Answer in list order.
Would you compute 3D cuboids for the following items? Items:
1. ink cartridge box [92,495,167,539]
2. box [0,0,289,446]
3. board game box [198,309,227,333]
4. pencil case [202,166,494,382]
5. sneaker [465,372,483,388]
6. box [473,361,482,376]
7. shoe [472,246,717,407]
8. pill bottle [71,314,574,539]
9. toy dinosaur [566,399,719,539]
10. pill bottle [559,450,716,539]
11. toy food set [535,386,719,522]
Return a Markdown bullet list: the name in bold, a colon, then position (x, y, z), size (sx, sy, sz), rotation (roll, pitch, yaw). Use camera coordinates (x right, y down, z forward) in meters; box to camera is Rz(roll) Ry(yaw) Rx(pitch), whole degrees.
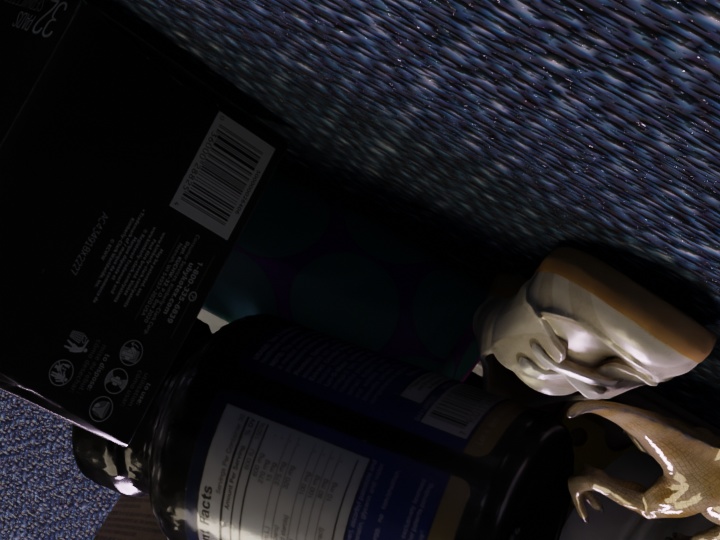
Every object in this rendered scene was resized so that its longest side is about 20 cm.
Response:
- **ink cartridge box**: position (-0.078, 0.133, 0.923), size (0.075, 0.165, 0.200), rotation (37, 163, -12)
- **box**: position (-0.158, -0.040, 0.701), size (0.200, 0.149, 0.124), rotation (22, 172, 47)
- **board game box**: position (-0.026, 0.065, 0.969), size (0.200, 0.026, 0.200), rotation (40, 161, -24)
- **pencil case**: position (-0.031, 0.001, 0.788), size (0.200, 0.085, 0.092), rotation (28, 159, 10)
- **sneaker**: position (0.004, 0.032, 1.000), size (0.200, 0.075, 0.115), rotation (36, 163, -13)
- **box**: position (0.000, 0.000, 0.864), size (0.200, 0.039, 0.041), rotation (27, 174, 20)
- **shoe**: position (0.084, 0.031, 0.646), size (0.070, 0.054, 0.200), rotation (29, 175, -4)
- **pill bottle**: position (-0.019, 0.084, 0.706), size (0.199, 0.112, 0.112), rotation (19, 172, 22)
- **toy dinosaur**: position (0.135, 0.080, 0.660), size (0.200, 0.058, 0.101), rotation (35, 160, -26)
- **pill bottle**: position (0.188, 0.170, 0.745), size (0.200, 0.114, 0.114), rotation (28, 175, 28)
- **toy food set**: position (0.146, 0.139, 0.856), size (0.200, 0.144, 0.060), rotation (30, 177, -11)
